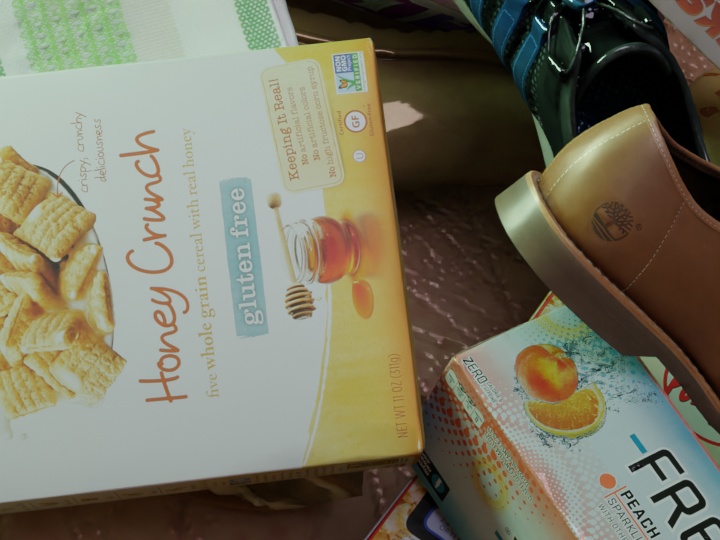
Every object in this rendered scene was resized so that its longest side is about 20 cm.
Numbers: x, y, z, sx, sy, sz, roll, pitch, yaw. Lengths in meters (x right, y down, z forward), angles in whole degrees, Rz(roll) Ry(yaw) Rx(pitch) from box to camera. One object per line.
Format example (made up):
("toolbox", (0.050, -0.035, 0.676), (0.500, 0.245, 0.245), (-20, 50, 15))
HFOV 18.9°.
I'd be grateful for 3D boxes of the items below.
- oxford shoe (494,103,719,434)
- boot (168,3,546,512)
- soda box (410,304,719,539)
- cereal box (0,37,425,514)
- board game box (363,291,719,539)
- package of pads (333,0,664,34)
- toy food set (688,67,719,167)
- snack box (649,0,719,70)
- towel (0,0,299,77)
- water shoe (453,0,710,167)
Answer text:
("oxford shoe", (0.137, 0.016, 0.731), (0.200, 0.071, 0.071), (37, 20, -33))
("boot", (0.000, 0.000, 0.812), (0.175, 0.066, 0.200), (9, 55, -2))
("soda box", (0.098, 0.110, 0.703), (0.064, 0.068, 0.200), (-22, 67, -29))
("cereal box", (-0.086, 0.005, 0.719), (0.200, 0.040, 0.144), (-7, 80, -4))
("board game box", (0.091, 0.103, 0.777), (0.151, 0.046, 0.200), (35, 56, 8))
("package of pads", (0.019, -0.141, 0.866), (0.200, 0.121, 0.076), (16, 87, -13))
("toy food set", (0.223, -0.001, 0.882), (0.198, 0.049, 0.200), (6, 42, -33))
("snack box", (0.177, -0.064, 0.810), (0.200, 0.024, 0.072), (40, 31, -22))
("towel", (-0.121, -0.067, 0.764), (0.200, 0.031, 0.149), (-15, 82, -5))
("water shoe", (0.083, -0.091, 0.778), (0.071, 0.079, 0.200), (-27, 95, -10))
